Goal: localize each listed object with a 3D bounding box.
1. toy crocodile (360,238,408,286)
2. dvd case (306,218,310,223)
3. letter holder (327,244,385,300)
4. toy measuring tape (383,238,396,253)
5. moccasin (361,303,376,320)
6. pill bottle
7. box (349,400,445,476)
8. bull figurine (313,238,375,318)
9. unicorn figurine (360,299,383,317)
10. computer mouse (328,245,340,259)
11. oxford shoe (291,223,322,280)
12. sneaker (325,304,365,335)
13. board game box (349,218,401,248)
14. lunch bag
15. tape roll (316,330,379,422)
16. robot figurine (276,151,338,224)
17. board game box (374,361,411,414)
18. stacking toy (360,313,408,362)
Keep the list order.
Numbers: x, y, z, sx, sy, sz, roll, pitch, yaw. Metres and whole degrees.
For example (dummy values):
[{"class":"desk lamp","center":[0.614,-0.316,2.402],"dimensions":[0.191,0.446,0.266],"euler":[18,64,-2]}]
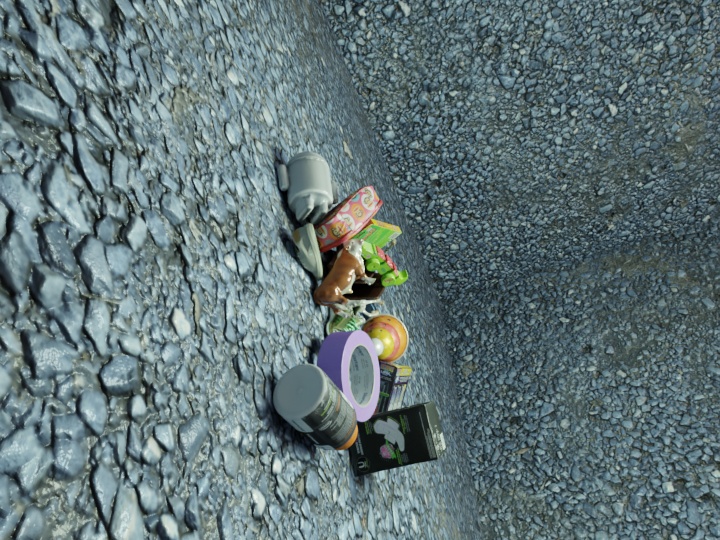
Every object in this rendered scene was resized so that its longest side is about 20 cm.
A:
[{"class":"toy crocodile","center":[0.058,-0.019,1.447],"dimensions":[0.200,0.061,0.068],"euler":[44,24,-38]},{"class":"dvd case","center":[-0.128,-0.190,1.524],"dimensions":[0.201,0.025,0.151],"euler":[-94,161,-47]},{"class":"letter holder","center":[0.000,0.000,1.490],"dimensions":[0.200,0.141,0.101],"euler":[-64,154,-68]},{"class":"toy measuring tape","center":[0.016,-0.050,1.608],"dimensions":[0.073,0.200,0.074],"euler":[33,36,-28]},{"class":"moccasin","center":[0.030,0.094,1.725],"dimensions":[0.080,0.068,0.202],"euler":[11,63,-76]},{"class":"pill bottle","center":[-0.071,0.264,0.995],"dimensions":[0.200,0.105,0.107],"euler":[59,19,-46]},{"class":"box","center":[0.085,0.394,1.274],"dimensions":[0.148,0.198,0.125],"euler":[32,44,-71]},{"class":"bull figurine","center":[-0.032,0.018,1.339],"dimensions":[0.121,0.201,0.065],"euler":[35,-18,2]},{"class":"unicorn figurine","center":[-0.003,0.081,1.544],"dimensions":[0.200,0.136,0.074],"euler":[44,-60,54]},{"class":"computer mouse","center":[-0.056,-0.055,1.631],"dimensions":[0.200,0.034,0.059],"euler":[-39,112,-76]},{"class":"oxford shoe","center":[-0.125,-0.040,1.287],"dimensions":[0.201,0.057,0.076],"euler":[80,-6,-59]},{"class":"sneaker","center":[-0.033,0.138,1.355],"dimensions":[0.201,0.088,0.077],"euler":[-88,157,-54]},{"class":"board game box","center":[0.033,-0.094,1.460],"dimensions":[0.030,0.095,0.200],"euler":[59,21,14]},{"class":"lunch bag","center":[-0.052,-0.130,1.394],"dimensions":[0.082,0.176,0.200],"euler":[53,52,-12]},{"class":"tape roll","center":[-0.024,0.238,1.216],"dimensions":[0.200,0.065,0.202],"euler":[-8,90,-66]},{"class":"robot figurine","center":[-0.130,-0.214,1.346],"dimensions":[0.169,0.113,0.201],"euler":[15,52,-34]},{"class":"board game box","center":[0.078,0.338,1.483],"dimensions":[0.200,0.056,0.167],"euler":[34,69,-71]},{"class":"stacking toy","center":[0.055,0.201,1.495],"dimensions":[0.200,0.145,0.147],"euler":[-7,80,-81]}]
